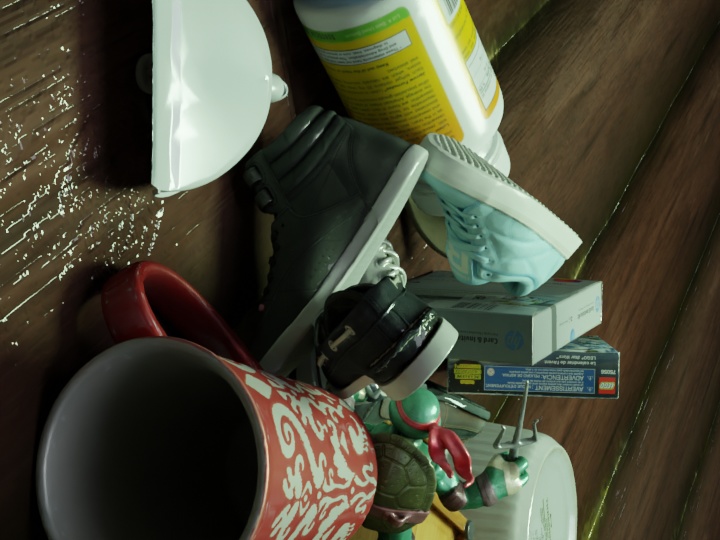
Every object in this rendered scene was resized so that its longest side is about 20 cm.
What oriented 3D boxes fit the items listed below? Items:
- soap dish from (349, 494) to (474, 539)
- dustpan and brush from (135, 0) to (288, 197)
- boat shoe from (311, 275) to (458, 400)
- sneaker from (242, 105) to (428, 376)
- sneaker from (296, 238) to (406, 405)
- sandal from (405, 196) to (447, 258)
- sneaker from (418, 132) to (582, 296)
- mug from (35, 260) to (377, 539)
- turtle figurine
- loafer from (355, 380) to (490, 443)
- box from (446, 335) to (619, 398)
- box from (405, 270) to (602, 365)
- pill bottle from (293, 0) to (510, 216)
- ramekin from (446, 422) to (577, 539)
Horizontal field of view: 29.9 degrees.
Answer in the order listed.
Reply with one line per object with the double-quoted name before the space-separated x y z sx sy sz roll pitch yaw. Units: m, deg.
"soap dish" 0.020 0.250 1.019 0.157 0.080 0.202 50 46 -55
"dustpan and brush" -0.084 -0.116 0.825 0.199 0.057 0.141 -6 98 -59
"boat shoe" 0.003 0.035 0.825 0.060 0.200 0.076 44 74 -7
"sneaker" -0.047 -0.018 0.890 0.201 0.099 0.071 -58 172 4
"sneaker" 0.000 0.000 0.975 0.073 0.070 0.203 16 74 -64
"sandal" 0.065 -0.090 1.100 0.054 0.079 0.202 -86 161 -65
"sneaker" 0.090 -0.027 0.969 0.082 0.074 0.199 -53 138 6
"mug" -0.069 0.092 0.765 0.200 0.132 0.180 22 73 -67
"turtle figurine" 0.022 0.129 0.888 0.100 0.149 0.201 -28 149 -53
"loafer" 0.038 0.117 1.090 0.199 0.071 0.063 26 87 -56
"box" 0.142 0.078 1.147 0.200 0.135 0.040 -9 101 -84
"box" 0.096 0.034 1.089 0.200 0.154 0.042 -19 111 -65
"pill bottle" 0.039 -0.140 0.985 0.201 0.110 0.112 61 38 -37
"ramekin" 0.127 0.235 1.225 0.200 0.104 0.203 2 90 -66
